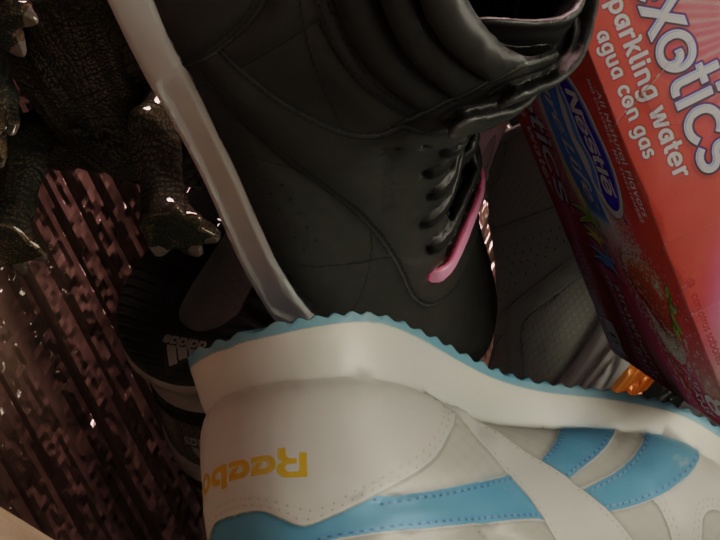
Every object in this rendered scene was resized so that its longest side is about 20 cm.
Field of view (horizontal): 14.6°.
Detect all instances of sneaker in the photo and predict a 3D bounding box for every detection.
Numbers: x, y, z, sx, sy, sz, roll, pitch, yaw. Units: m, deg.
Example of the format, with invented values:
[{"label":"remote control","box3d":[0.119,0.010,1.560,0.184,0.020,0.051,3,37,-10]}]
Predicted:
[{"label":"sneaker","box3d":[-0.001,0.000,0.822,0.201,0.075,0.116,-55,145,-38]},{"label":"sneaker","box3d":[0.035,0.071,0.730,0.199,0.076,0.081,15,63,-41]},{"label":"sneaker","box3d":[0.018,-0.036,0.678,0.200,0.099,0.071,59,40,-44]},{"label":"sneaker","box3d":[0.070,-0.007,0.894,0.076,0.092,0.201,-25,150,-42]}]

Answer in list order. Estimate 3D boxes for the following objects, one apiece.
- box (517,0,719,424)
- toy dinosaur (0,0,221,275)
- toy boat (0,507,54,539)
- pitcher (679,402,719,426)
[{"label":"box","box3d":[0.088,-0.071,0.734,0.201,0.095,0.100,67,-8,-17]},{"label":"toy dinosaur","box3d":[-0.070,-0.067,0.697,0.200,0.077,0.103,53,32,-40]},{"label":"toy boat","box3d":[-0.079,0.135,0.629,0.131,0.130,0.200,-55,144,-5]},{"label":"pitcher","box3d":[0.113,-0.027,0.973,0.171,0.121,0.201,-21,98,-58]}]
